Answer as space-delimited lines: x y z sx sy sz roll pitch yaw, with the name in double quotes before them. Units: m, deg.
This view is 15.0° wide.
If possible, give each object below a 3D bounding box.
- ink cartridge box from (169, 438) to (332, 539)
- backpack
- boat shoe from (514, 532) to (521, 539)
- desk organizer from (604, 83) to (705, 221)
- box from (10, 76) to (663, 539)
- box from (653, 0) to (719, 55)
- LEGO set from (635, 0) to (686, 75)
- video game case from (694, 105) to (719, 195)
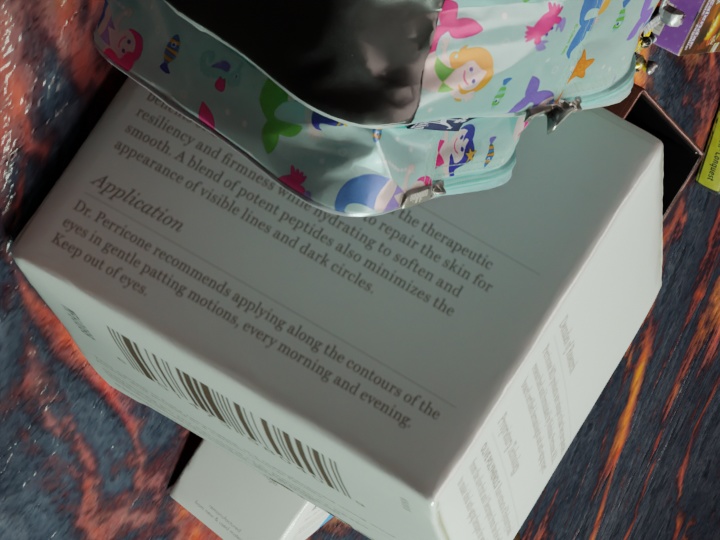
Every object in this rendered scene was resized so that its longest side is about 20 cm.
"ink cartridge box" -0.002 0.043 1.367 0.200 0.068 0.115 -57 168 29
"backpack" 0.014 -0.114 0.959 0.200 0.178 0.151 -20 136 -45
"boat shoe" 0.085 0.172 1.895 0.075 0.075 0.202 -34 149 -57
"desk organizer" 0.133 -0.022 1.704 0.200 0.077 0.072 -58 164 -10
"box" 0.000 0.000 1.119 0.171 0.199 0.200 -58 165 -11
"box" 0.250 -0.236 1.761 0.200 0.039 0.137 -65 164 15
"LEGO set" 0.075 -0.091 1.336 0.200 0.116 0.154 -32 147 -58
"video game case" 0.337 -0.179 2.150 0.200 0.025 0.181 -47 159 -39
